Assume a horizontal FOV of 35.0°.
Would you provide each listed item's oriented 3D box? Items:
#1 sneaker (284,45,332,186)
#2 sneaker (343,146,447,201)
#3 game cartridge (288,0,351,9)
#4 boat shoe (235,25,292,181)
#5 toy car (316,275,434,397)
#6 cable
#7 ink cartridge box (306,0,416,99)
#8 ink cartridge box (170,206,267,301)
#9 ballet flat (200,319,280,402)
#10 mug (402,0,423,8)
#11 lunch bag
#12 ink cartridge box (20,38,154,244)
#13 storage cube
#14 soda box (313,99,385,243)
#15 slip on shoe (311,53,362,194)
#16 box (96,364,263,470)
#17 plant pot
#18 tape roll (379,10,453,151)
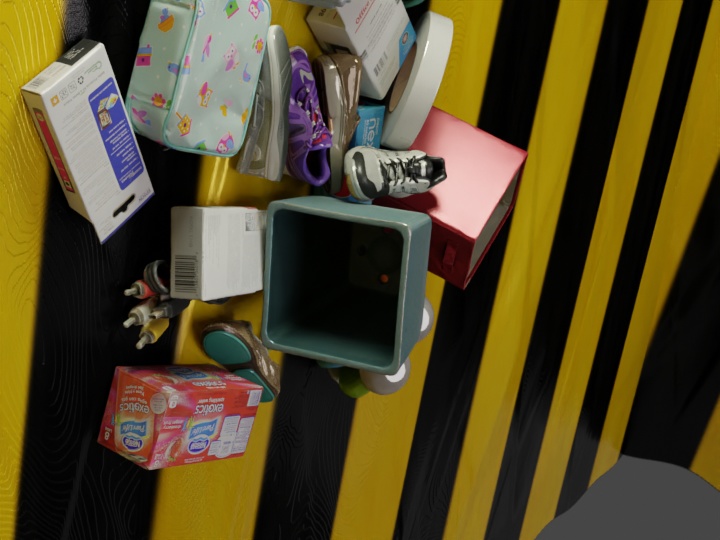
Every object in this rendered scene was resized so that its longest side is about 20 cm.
[{"bbox_3d":[-0.069,-0.197,1.475,0.080,0.083,0.201,-36,138,-25],"label":"sneaker"},{"bbox_3d":[0.051,-0.138,1.548,0.199,0.087,0.076,-14,94,-60],"label":"sneaker"},{"bbox_3d":[-0.028,-0.405,1.377,0.201,0.132,0.042,-60,150,-19],"label":"game cartridge"},{"bbox_3d":[-0.121,-0.202,1.397,0.075,0.064,0.203,-79,175,-51],"label":"boat shoe"},{"bbox_3d":[0.004,0.089,1.742,0.149,0.175,0.201,31,78,-26],"label":"toy car"},{"bbox_3d":[-0.227,0.021,1.417,0.200,0.050,0.098,-36,121,-63],"label":"cable"},{"bbox_3d":[-0.002,-0.338,1.531,0.117,0.066,0.200,-61,150,-18],"label":"ink cartridge box"},{"bbox_3d":[-0.166,-0.025,1.430,0.200,0.050,0.110,-8,101,-68],"label":"ink cartridge box"},{"bbox_3d":[-0.162,0.107,1.550,0.201,0.070,0.066,66,25,-52],"label":"ballet flat"},{"bbox_3d":[0.087,-0.466,1.557,0.153,0.114,0.186,-57,148,-23],"label":"mug"},{"bbox_3d":[-0.179,-0.228,1.286,0.160,0.077,0.202,1,107,-61],"label":"lunch bag"},{"bbox_3d":[-0.283,-0.133,1.207,0.095,0.037,0.201,-50,143,-34],"label":"ink cartridge box"},{"bbox_3d":[0.129,-0.113,1.740,0.201,0.179,0.171,-58,168,-22],"label":"storage cube"},{"bbox_3d":[-0.021,-0.140,1.626,0.068,0.064,0.202,-22,125,-53],"label":"soda box"},{"bbox_3d":[-0.028,-0.197,1.536,0.060,0.076,0.202,-14,122,-20],"label":"slip on shoe"},{"bbox_3d":[-0.224,0.180,1.439,0.199,0.095,0.101,6,102,-60],"label":"box"},{"bbox_3d":[0.000,0.000,1.518,0.200,0.194,0.198,-32,130,-64],"label":"plant pot"},{"bbox_3d":[0.076,-0.267,1.623,0.203,0.037,0.205,-160,-90,-79],"label":"tape roll"}]
